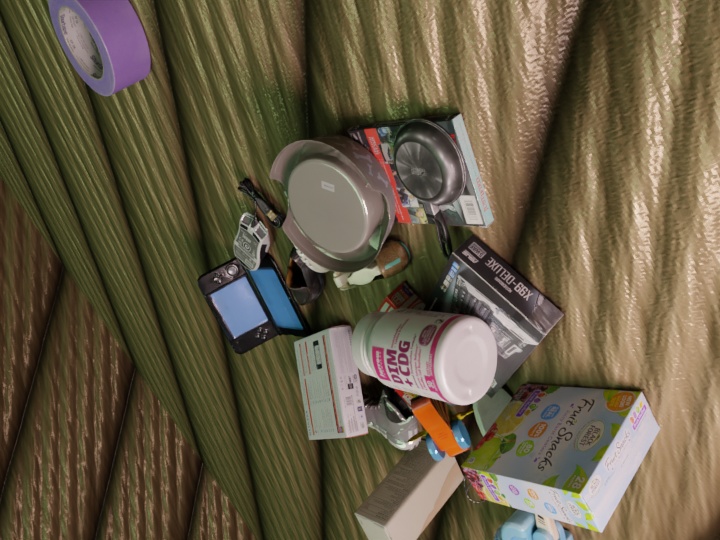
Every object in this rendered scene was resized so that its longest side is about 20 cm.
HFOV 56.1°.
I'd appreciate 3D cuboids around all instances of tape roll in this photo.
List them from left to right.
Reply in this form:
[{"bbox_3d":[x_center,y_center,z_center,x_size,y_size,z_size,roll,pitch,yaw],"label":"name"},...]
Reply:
[{"bbox_3d":[-0.487,-0.438,1.262,0.198,0.085,0.202,33,144,28],"label":"tape roll"}]

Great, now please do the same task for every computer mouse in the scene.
[{"bbox_3d":[-0.200,-0.078,1.293,0.109,0.044,0.201,40,142,10],"label":"computer mouse"}]

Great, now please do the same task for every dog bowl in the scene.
[{"bbox_3d":[-0.036,-0.099,0.959,0.197,0.059,0.203,21,131,26],"label":"dog bowl"}]

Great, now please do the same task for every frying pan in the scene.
[{"bbox_3d":[0.079,-0.103,0.865,0.114,0.031,0.192,35,142,27],"label":"frying pan"}]

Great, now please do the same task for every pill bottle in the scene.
[{"bbox_3d":[0.081,0.113,0.938,0.198,0.113,0.115,2,124,52],"label":"pill bottle"}]

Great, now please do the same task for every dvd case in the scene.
[{"bbox_3d":[0.074,-0.128,0.890,0.198,0.022,0.148,9,129,51],"label":"dvd case"}]

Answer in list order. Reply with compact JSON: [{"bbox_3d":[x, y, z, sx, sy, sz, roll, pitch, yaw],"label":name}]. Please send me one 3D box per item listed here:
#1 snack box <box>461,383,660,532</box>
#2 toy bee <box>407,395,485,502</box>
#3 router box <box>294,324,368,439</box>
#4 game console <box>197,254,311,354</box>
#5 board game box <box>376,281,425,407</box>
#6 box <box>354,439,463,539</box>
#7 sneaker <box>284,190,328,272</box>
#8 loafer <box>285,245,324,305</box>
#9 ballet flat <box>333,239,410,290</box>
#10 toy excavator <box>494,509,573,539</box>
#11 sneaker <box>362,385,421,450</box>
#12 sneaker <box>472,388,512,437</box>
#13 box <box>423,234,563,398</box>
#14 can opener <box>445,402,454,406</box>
[{"bbox_3d":[0.254,0.229,0.872,0.198,0.168,0.068,-8,121,54],"label":"snack box"},{"bbox_3d":[0.141,0.272,1.125,0.128,0.109,0.204,-8,110,9],"label":"toy bee"},{"bbox_3d":[-0.062,0.222,1.319,0.179,0.048,0.205,-25,72,59],"label":"router box"},{"bbox_3d":[-0.225,0.077,1.419,0.203,0.173,0.116,65,175,-21],"label":"game console"},{"bbox_3d":[0.079,0.128,1.122,0.152,0.046,0.201,45,148,11],"label":"board game box"},{"bbox_3d":[0.092,0.416,1.251,0.094,0.199,0.079,1,125,52],"label":"box"},{"bbox_3d":[-0.066,-0.080,1.079,0.080,0.075,0.203,14,131,33],"label":"sneaker"},{"bbox_3d":[-0.109,0.006,1.224,0.072,0.072,0.202,38,147,19],"label":"loafer"},{"bbox_3d":[0.000,0.000,1.071,0.199,0.072,0.069,-10,112,57],"label":"ballet flat"},{"bbox_3d":[0.294,0.419,1.102,0.193,0.099,0.204,1,114,51],"label":"toy excavator"},{"bbox_3d":[0.036,0.250,1.297,0.197,0.075,0.118,23,130,32],"label":"sneaker"},{"bbox_3d":[0.219,0.261,1.056,0.202,0.075,0.088,58,160,-13],"label":"sneaker"},{"bbox_3d":[0.169,0.070,0.936,0.157,0.050,0.201,43,149,15],"label":"box"},{"bbox_3d":[0.083,0.147,1.060,0.198,0.054,0.067,28,174,33],"label":"can opener"}]
